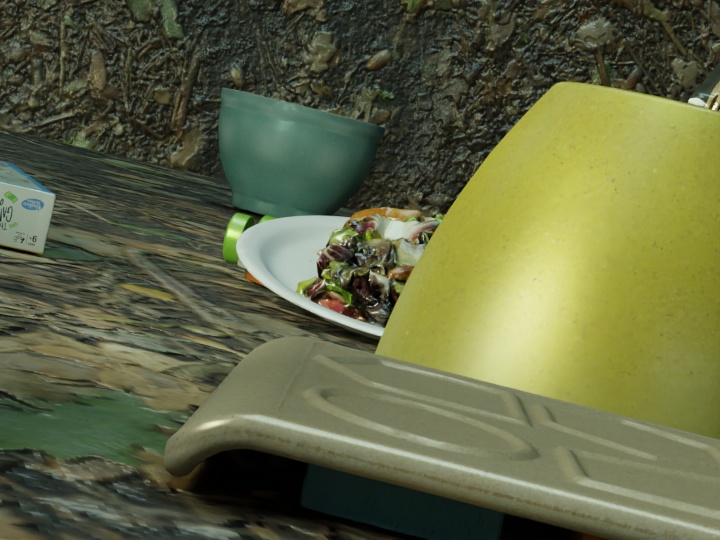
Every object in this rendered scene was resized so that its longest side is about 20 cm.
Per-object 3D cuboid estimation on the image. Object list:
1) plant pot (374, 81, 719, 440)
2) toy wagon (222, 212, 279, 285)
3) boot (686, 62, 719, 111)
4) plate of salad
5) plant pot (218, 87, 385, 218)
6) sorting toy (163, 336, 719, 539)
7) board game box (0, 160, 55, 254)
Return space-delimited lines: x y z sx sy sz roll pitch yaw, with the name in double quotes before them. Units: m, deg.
"plant pot" 0.114 0.000 0.689 0.198 0.143 0.200 13 3 -1
"toy wagon" 0.000 0.000 1.074 0.154 0.040 0.200 15 3 11
"boot" 0.220 0.004 0.776 0.138 0.201 0.077 20 49 34
"plate of salad" 0.029 -0.004 0.913 0.198 0.048 0.200 13 18 -4
"plant pot" -0.082 -0.127 1.908 0.198 0.135 0.200 14 5 -1
"sorting toy" 0.050 0.058 0.480 0.198 0.037 0.185 9 4 1
"board game box" -0.259 -0.052 0.940 0.133 0.035 0.200 12 4 -20
